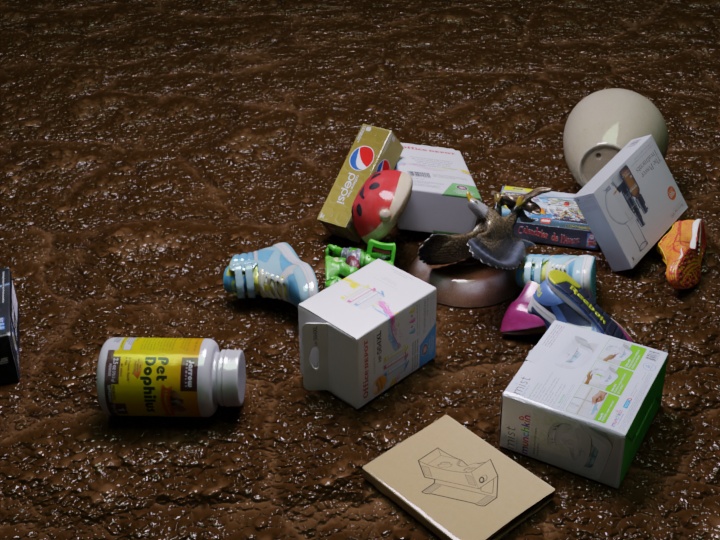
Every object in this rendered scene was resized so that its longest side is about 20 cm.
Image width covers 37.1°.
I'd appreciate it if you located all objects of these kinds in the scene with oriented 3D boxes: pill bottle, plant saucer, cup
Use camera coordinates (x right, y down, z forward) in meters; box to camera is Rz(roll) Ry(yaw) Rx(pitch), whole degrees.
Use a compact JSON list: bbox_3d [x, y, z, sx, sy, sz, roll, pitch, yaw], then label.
[{"bbox_3d":[-0.264,0.151,1.516,0.196,0.111,0.110,0,31,3],"label":"pill bottle"},{"bbox_3d":[0.180,-0.007,1.826,0.196,0.037,0.202,0,32,0],"label":"plant saucer"},{"bbox_3d":[0.463,-0.216,1.987,0.196,0.204,0.144,9,31,16],"label":"cup"}]

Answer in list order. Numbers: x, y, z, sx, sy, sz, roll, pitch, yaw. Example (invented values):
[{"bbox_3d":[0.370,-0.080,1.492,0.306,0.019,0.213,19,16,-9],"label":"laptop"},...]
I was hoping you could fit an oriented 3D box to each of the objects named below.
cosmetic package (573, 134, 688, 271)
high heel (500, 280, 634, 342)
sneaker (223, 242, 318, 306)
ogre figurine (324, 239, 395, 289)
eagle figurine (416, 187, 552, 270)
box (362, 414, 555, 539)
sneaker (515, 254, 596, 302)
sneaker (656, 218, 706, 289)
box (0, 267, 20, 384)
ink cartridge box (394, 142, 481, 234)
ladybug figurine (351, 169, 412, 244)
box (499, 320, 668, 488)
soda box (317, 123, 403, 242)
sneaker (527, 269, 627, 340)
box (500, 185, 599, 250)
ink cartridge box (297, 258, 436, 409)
[{"bbox_3d":[0.469,-0.117,1.853,0.200,0.152,0.051,-41,18,-32],"label":"cosmetic package"},{"bbox_3d":[0.316,0.096,1.652,0.198,0.068,0.097,29,72,19],"label":"high heel"},{"bbox_3d":[-0.148,0.025,1.734,0.128,0.081,0.200,-12,24,-19],"label":"sneaker"},{"bbox_3d":[0.000,0.000,1.754,0.117,0.100,0.200,-2,-2,-1],"label":"ogre figurine"},{"bbox_3d":[0.204,-0.058,1.752,0.150,0.152,0.201,34,60,8],"label":"eagle figurine"},{"bbox_3d":[0.125,0.274,1.390,0.162,0.022,0.199,-26,39,-33],"label":"box"},{"bbox_3d":[0.311,0.014,1.714,0.128,0.081,0.200,0,1,10],"label":"sneaker"},{"bbox_3d":[0.539,-0.022,1.825,0.076,0.074,0.200,-9,21,28],"label":"sneaker"},{"bbox_3d":[-0.610,0.092,1.644,0.161,0.088,0.201,-10,33,-12],"label":"box"},{"bbox_3d":[0.129,-0.153,1.992,0.142,0.085,0.201,6,30,-12],"label":"ink cartridge box"},{"bbox_3d":[0.032,-0.115,1.819,0.071,0.137,0.200,33,6,-7],"label":"ladybug figurine"},{"bbox_3d":[0.306,0.174,1.472,0.174,0.098,0.200,15,36,25],"label":"box"},{"bbox_3d":[0.001,-0.158,1.941,0.067,0.064,0.203,17,75,32],"label":"soda box"},{"bbox_3d":[0.329,0.095,1.593,0.201,0.082,0.074,49,28,10],"label":"sneaker"},{"bbox_3d":[0.344,-0.098,1.962,0.196,0.038,0.137,8,33,15],"label":"box"},{"bbox_3d":[0.003,0.096,1.578,0.124,0.131,0.199,26,41,36],"label":"ink cartridge box"}]
